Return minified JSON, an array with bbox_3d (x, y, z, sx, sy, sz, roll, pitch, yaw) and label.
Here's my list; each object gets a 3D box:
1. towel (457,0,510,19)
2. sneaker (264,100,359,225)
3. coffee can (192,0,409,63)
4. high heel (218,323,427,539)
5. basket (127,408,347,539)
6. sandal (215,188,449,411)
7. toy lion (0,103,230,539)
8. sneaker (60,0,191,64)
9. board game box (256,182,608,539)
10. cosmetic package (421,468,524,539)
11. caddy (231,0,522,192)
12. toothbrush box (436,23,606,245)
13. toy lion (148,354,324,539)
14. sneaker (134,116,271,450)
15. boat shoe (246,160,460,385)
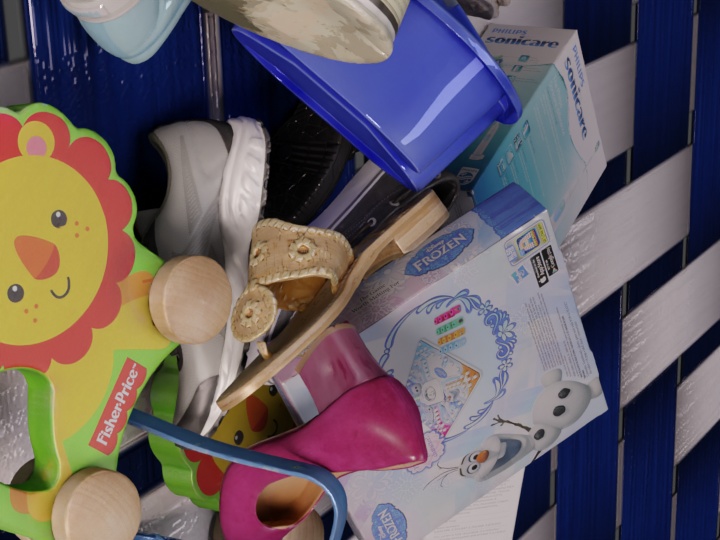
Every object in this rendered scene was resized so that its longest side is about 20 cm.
[{"bbox_3d":[0.007,-0.218,0.982,0.200,0.132,0.035,33,79,-55],"label":"towel"},{"bbox_3d":[-0.003,-0.107,1.066,0.104,0.060,0.202,36,69,-56],"label":"sneaker"},{"bbox_3d":[-0.014,-0.229,0.792,0.146,0.145,0.202,33,77,-57],"label":"coffee can"},{"bbox_3d":[-0.026,0.130,0.904,0.067,0.096,0.201,-10,141,-33],"label":"high heel"},{"bbox_3d":[-0.105,0.187,0.897,0.139,0.175,0.202,-33,137,-63],"label":"basket"},{"bbox_3d":[-0.033,-0.004,0.898,0.070,0.077,0.212,53,51,-5],"label":"sandal"},{"bbox_3d":[-0.172,0.025,0.797,0.191,0.068,0.202,35,69,-37],"label":"toy lion"},{"bbox_3d":[-0.101,-0.206,0.879,0.201,0.073,0.082,-58,152,-18],"label":"sneaker"},{"bbox_3d":[0.055,0.073,1.014,0.198,0.043,0.201,-33,133,-11],"label":"board game box"},{"bbox_3d":[0.071,0.106,1.154,0.080,0.113,0.202,-3,122,-19],"label":"cosmetic package"},{"bbox_3d":[0.009,-0.143,0.942,0.105,0.200,0.141,-49,175,-5],"label":"caddy"},{"bbox_3d":[0.113,-0.080,1.239,0.201,0.085,0.147,-55,141,-33],"label":"toothbrush box"},{"bbox_3d":[-0.060,0.091,1.046,0.200,0.068,0.193,-48,129,-41],"label":"toy lion"},{"bbox_3d":[-0.101,0.006,0.931,0.074,0.078,0.202,164,-70,-78],"label":"sneaker"},{"bbox_3d":[0.000,0.000,1.010,0.200,0.066,0.070,-50,143,-30],"label":"boat shoe"}]
